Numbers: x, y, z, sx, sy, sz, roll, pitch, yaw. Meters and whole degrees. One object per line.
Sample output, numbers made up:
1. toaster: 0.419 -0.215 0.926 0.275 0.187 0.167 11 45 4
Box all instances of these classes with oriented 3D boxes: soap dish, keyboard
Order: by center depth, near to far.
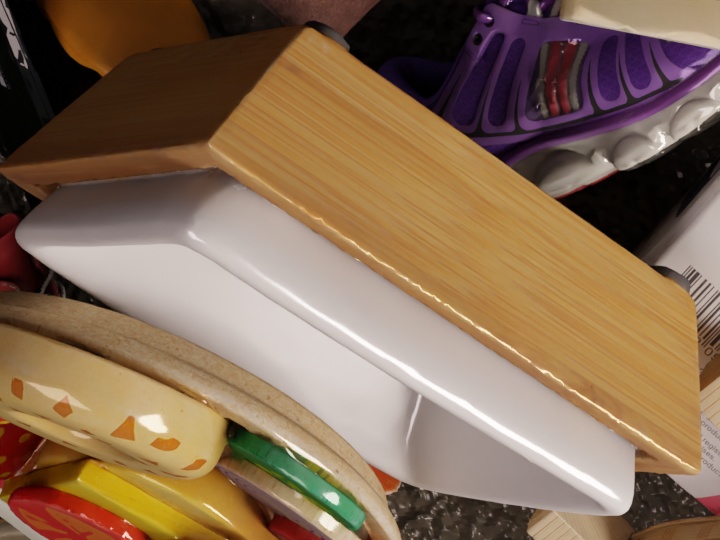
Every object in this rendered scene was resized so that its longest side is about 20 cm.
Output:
1. soap dish: 0.000 0.000 0.790 0.199 0.082 0.157 34 164 -25
2. keyboard: -0.130 -0.095 0.930 0.104 0.039 0.201 27 140 61

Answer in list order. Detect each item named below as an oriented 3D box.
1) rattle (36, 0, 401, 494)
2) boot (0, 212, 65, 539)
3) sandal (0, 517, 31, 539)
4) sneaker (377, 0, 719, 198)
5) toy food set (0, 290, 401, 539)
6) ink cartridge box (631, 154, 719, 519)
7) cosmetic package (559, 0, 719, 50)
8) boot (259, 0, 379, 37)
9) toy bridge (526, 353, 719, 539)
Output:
1. rattle: -0.059 -0.006 0.943 0.142 0.131 0.201 17 150 29
2. boot: -0.105 0.052 0.973 0.199 0.073 0.145 26 141 14
3. sandal: -0.104 0.160 1.061 0.199 0.054 0.081 17 122 17
4. sneaker: 0.078 -0.076 0.829 0.199 0.081 0.084 -25 98 37
5. toy food set: -0.073 0.071 0.865 0.197 0.049 0.200 32 157 -19
6. ink cartridge box: 0.182 0.001 0.816 0.145 0.084 0.200 40 127 1
7. cosmetic package: 0.125 -0.158 0.668 0.104 0.071 0.202 12 101 18
8. boot: 0.040 -0.132 0.755 0.200 0.072 0.167 36 100 -34
9. toy bridge: 0.137 0.055 0.799 0.067 0.027 0.200 43 128 -3
